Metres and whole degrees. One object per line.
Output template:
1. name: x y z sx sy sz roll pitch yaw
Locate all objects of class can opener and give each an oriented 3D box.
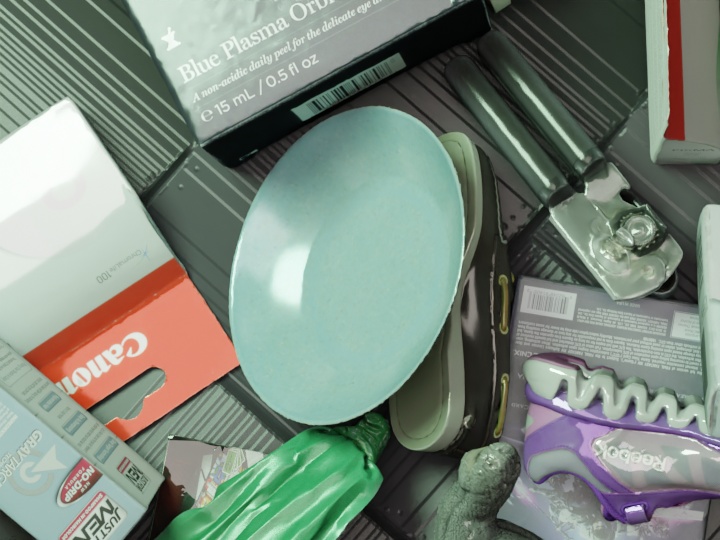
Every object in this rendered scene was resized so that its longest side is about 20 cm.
1. can opener: 0.129 -0.061 1.319 0.053 0.067 0.200 -37 71 1

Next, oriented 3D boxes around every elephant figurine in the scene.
1. elephant figurine: 0.073 0.207 1.234 0.200 0.155 0.142 -37 64 28

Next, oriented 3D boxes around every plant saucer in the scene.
1. plant saucer: 0.000 0.000 1.286 0.201 0.039 0.201 -18 64 41

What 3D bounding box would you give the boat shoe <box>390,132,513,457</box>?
1. boat shoe: 0.061 0.017 1.304 0.061 0.072 0.201 16 73 -39

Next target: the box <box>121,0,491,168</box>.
1. box: -0.052 -0.199 1.301 0.197 0.117 0.200 -28 84 3

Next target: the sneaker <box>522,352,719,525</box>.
1. sneaker: 0.186 0.117 1.271 0.200 0.080 0.088 17 94 10

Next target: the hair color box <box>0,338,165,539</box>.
1. hair color box: -0.217 0.093 1.271 0.200 0.099 0.061 40 95 -3

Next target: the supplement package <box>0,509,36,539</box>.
1. supplement package: -0.247 0.223 1.243 0.111 0.200 0.156 -20 85 2

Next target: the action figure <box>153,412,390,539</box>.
1. action figure: -0.054 0.160 1.280 0.200 0.055 0.118 -44 60 -12

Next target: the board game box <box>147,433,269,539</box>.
1. board game box: -0.091 0.212 1.323 0.105 0.023 0.200 12 86 2

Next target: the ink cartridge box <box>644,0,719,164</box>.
1. ink cartridge box: 0.196 -0.153 1.241 0.050 0.200 0.161 -2 86 3

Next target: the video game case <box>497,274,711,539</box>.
1. video game case: 0.153 0.112 1.316 0.143 0.019 0.200 10 88 5

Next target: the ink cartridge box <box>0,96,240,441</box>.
1. ink cartridge box: -0.196 0.016 1.332 0.163 0.057 0.200 -34 80 1

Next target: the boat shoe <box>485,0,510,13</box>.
1. boat shoe: 0.062 -0.265 1.325 0.061 0.072 0.201 -28 92 3

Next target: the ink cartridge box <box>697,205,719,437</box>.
1. ink cartridge box: 0.304 0.034 1.245 0.200 0.057 0.163 1 41 6
